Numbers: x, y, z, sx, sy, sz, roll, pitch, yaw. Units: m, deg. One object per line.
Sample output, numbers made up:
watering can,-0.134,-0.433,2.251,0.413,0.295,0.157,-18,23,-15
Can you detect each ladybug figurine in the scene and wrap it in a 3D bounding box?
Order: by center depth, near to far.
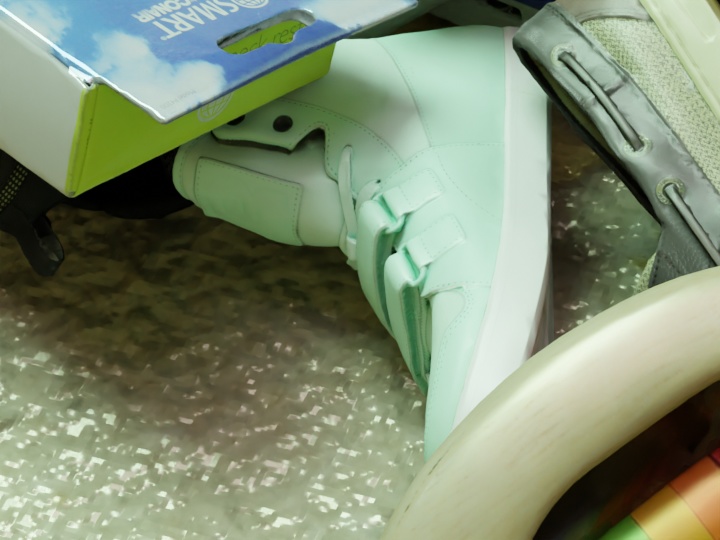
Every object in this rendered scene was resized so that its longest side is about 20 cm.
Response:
ladybug figurine,0.080,0.073,0.683,0.200,0.136,0.072,-31,12,-7

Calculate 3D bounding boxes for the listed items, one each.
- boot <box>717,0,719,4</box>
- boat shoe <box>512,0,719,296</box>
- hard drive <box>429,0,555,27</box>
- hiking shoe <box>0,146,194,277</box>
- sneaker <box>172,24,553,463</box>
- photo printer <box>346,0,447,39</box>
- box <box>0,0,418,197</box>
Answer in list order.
boot,0.194,-0.101,0.824,0.200,0.072,0.155,29,52,32
boat shoe,0.111,-0.002,0.771,0.065,0.073,0.200,-28,70,4
hard drive,0.120,-0.139,0.941,0.200,0.025,0.132,-35,41,-28
hiking shoe,-0.084,-0.064,0.872,0.101,0.076,0.200,49,40,-1
sneaker,0.000,0.000,0.791,0.118,0.074,0.201,0,41,3
photo printer,0.003,-0.192,0.888,0.166,0.069,0.200,-30,73,3
box,-0.097,-0.097,0.782,0.200,0.048,0.122,35,40,23
